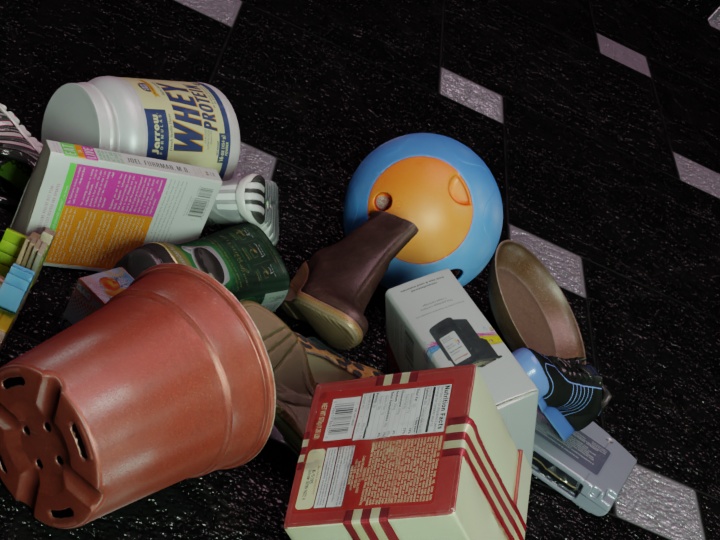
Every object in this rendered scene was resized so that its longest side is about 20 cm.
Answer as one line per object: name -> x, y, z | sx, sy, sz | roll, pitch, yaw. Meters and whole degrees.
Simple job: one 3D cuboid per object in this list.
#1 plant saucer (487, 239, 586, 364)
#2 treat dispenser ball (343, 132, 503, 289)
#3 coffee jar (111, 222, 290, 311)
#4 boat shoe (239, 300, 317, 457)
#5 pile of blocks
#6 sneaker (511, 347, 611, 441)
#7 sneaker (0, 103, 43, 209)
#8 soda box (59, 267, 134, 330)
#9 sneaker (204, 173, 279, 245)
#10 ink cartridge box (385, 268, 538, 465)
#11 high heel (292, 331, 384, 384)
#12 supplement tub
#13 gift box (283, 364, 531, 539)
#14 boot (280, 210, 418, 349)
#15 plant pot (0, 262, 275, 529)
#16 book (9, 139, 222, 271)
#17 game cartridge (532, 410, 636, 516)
plant saucer -> 0.214, 0.059, 1.872 | 0.200, 0.036, 0.202 | 42, 32, -34
treat dispenser ball -> 0.077, -0.069, 1.845 | 0.199, 0.202, 0.202 | 22, 28, -12
coffee jar -> -0.173, 0.014, 1.599 | 0.199, 0.085, 0.105 | -14, 67, -52
boat shoe -> -0.074, 0.122, 1.480 | 0.073, 0.063, 0.201 | -39, 89, -29
pile of blocks -> -0.353, 0.007, 1.459 | 0.062, 0.083, 0.201 | 23, 29, -9
sneaker -> 0.219, 0.120, 1.625 | 0.070, 0.078, 0.200 | 54, 3, 31
sneaker -> -0.405, -0.128, 1.642 | 0.199, 0.074, 0.087 | 37, 22, 6
soda box -> -0.206, 0.087, 1.473 | 0.200, 0.069, 0.063 | 42, 32, 23
sneaker -> -0.159, -0.075, 1.750 | 0.114, 0.076, 0.200 | 0, -11, 5
ink cartridge box -> 0.105, 0.123, 1.599 | 0.082, 0.147, 0.201 | -19, 47, -17
high heel -> -0.038, 0.125, 1.555 | 0.142, 0.072, 0.200 | 32, 18, 21
supplement tub -> -0.256, -0.152, 1.743 | 0.199, 0.146, 0.145 | -3, 40, -44
gift box -> 0.039, 0.205, 1.325 | 0.198, 0.187, 0.186 | -6, 44, 27
boot -> 0.000, 0.000, 1.656 | 0.073, 0.166, 0.200 | 53, -12, -23
plant pot -> -0.211, 0.118, 1.306 | 0.200, 0.202, 0.195 | 40, 38, 21
book -> -0.262, -0.062, 1.601 | 0.198, 0.134, 0.048 | 9, 32, -33
game cartridge -> 0.220, 0.193, 1.722 | 0.199, 0.041, 0.133 | 35, 32, 11
